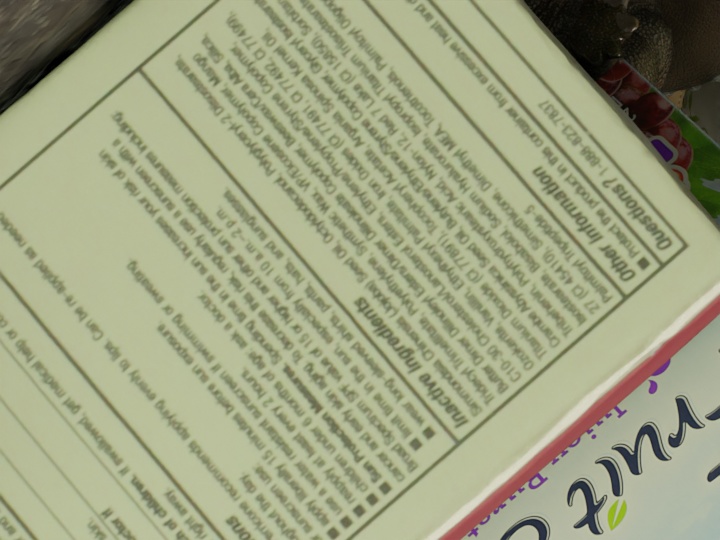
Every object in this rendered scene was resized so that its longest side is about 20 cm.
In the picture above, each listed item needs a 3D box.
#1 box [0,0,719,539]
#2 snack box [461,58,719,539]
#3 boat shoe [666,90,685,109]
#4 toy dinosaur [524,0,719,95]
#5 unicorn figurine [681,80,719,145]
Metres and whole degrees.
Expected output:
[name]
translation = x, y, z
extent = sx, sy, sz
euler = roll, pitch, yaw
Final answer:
[box]
translation = -0.031, 0.021, 0.654
extent = 0.200, 0.128, 0.109
euler = -40, 174, -1
[snack box]
translation = 0.046, 0.070, 0.725
extent = 0.200, 0.169, 0.068
euler = -41, 138, 0
[boat shoe]
translation = 0.090, -0.067, 0.944
extent = 0.072, 0.076, 0.201
euler = -113, -141, -54
[toy dinosaur]
translation = 0.046, -0.032, 0.821
extent = 0.200, 0.077, 0.102
euler = -60, 148, -8
[unicorn figurine]
translation = 0.117, 0.005, 0.895
extent = 0.074, 0.137, 0.201
euler = 1, 109, -34
